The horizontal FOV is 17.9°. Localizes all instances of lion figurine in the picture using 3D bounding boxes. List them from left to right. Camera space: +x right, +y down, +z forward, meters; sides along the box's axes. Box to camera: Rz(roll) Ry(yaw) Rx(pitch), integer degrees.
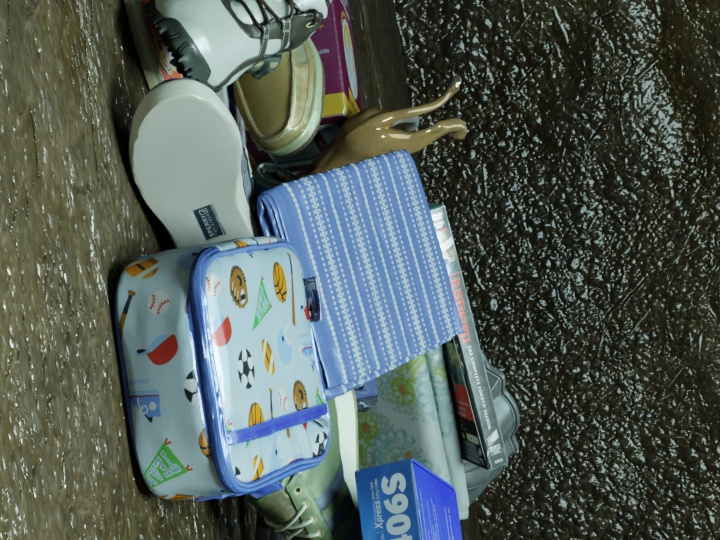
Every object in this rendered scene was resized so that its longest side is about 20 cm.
[{"bbox_3d":[-0.009,-0.081,1.809,0.122,0.200,0.073,-1,44,-46],"label":"lion figurine"}]

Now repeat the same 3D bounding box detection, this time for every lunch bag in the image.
[{"bbox_3d":[-0.078,0.063,1.400,0.200,0.075,0.161,-6,86,-71],"label":"lunch bag"}]

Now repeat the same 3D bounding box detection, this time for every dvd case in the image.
[{"bbox_3d":[0.055,0.045,1.740,0.146,0.022,0.201,-168,-119,-71],"label":"dvd case"}]

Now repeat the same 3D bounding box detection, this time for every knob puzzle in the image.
[{"bbox_3d":[-0.134,-0.205,1.566,0.220,0.030,0.221,-8,90,-83],"label":"knob puzzle"}]

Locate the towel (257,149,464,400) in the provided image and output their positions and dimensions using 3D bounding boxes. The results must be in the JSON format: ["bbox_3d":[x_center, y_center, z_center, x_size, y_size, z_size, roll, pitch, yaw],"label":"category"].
[{"bbox_3d":[0.000,0.000,1.572,0.200,0.024,0.146,-20,96,-58],"label":"towel"}]

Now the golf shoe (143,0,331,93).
[{"bbox_3d":[-0.076,-0.173,1.514,0.078,0.094,0.200,56,18,-2],"label":"golf shoe"}]

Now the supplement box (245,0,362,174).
[{"bbox_3d":[-0.061,-0.194,1.869,0.131,0.103,0.201,56,26,-74],"label":"supplement box"}]

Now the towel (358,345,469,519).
[{"bbox_3d":[-0.003,0.096,1.749,0.048,0.171,0.201,-34,120,-46],"label":"towel"}]

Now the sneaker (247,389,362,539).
[{"bbox_3d":[-0.038,0.160,1.518,0.090,0.067,0.201,3,71,-48],"label":"sneaker"}]

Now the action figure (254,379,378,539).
[{"bbox_3d":[-0.068,0.120,1.621,0.200,0.104,0.195,8,65,-53],"label":"action figure"}]

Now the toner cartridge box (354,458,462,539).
[{"bbox_3d":[0.041,0.231,1.478,0.095,0.043,0.201,40,40,-62],"label":"toner cartridge box"}]

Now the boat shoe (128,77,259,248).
[{"bbox_3d":[-0.112,-0.078,1.483,0.200,0.074,0.093,81,-6,-54],"label":"boat shoe"}]

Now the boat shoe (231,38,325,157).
[{"bbox_3d":[-0.079,-0.180,1.708,0.076,0.071,0.201,39,33,-55],"label":"boat shoe"}]

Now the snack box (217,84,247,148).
[{"bbox_3d":[-0.106,-0.124,1.732,0.072,0.024,0.201,55,28,-72],"label":"snack box"}]

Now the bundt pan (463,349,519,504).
[{"bbox_3d":[0.027,0.130,1.896,0.076,0.201,0.203,-55,142,-47],"label":"bundt pan"}]

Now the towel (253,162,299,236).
[{"bbox_3d":[-0.019,0.018,1.766,0.022,0.146,0.201,-45,148,-35],"label":"towel"}]
